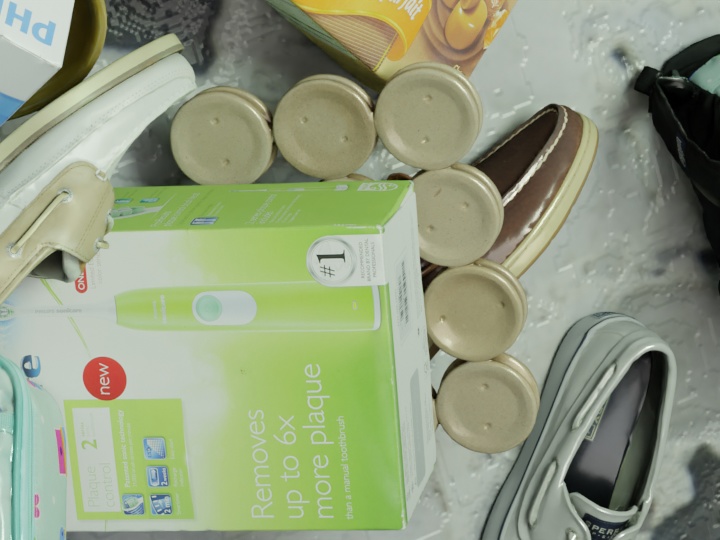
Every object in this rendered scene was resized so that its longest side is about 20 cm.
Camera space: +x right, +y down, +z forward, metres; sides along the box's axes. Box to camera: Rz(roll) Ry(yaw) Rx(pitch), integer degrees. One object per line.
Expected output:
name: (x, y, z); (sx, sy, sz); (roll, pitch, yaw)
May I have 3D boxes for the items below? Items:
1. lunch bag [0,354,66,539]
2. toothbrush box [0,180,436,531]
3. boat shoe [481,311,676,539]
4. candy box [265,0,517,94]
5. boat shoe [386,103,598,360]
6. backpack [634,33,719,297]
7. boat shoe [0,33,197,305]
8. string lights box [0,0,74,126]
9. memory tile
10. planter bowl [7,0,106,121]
lunch bag: (-0.232, 0.112, 1.317); (0.198, 0.077, 0.162); (-4, 76, 12)
toothbrush box: (-0.072, 0.040, 1.371); (0.198, 0.086, 0.147); (0, 106, 13)
boat shoe: (0.112, 0.122, 1.518); (0.073, 0.065, 0.201); (9, 98, -23)
candy box: (0.011, -0.157, 1.368); (0.116, 0.055, 0.200); (-58, 151, -2)
boat shoe: (0.033, -0.015, 1.458); (0.200, 0.072, 0.072); (-45, 112, 1)
backpack: (0.241, -0.043, 1.459); (0.126, 0.200, 0.167); (-35, 111, -11)
boat shoe: (-0.143, -0.025, 1.296); (0.200, 0.075, 0.069); (-39, 92, -18)
string lights box: (-0.214, -0.084, 1.280); (0.102, 0.200, 0.059); (25, 53, -24)
memory tile: (0.000, 0.000, 1.403); (0.152, 0.017, 0.201); (-7, 112, 14)
planter bowl: (-0.204, -0.154, 1.304); (0.199, 0.200, 0.084); (24, 54, -24)
